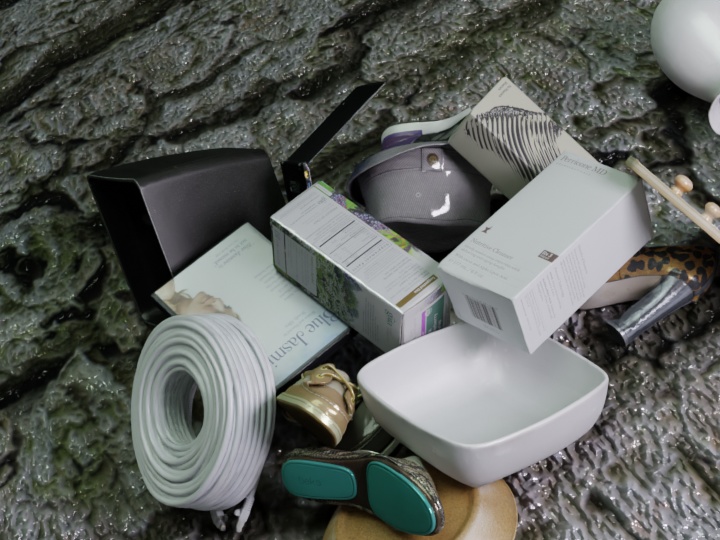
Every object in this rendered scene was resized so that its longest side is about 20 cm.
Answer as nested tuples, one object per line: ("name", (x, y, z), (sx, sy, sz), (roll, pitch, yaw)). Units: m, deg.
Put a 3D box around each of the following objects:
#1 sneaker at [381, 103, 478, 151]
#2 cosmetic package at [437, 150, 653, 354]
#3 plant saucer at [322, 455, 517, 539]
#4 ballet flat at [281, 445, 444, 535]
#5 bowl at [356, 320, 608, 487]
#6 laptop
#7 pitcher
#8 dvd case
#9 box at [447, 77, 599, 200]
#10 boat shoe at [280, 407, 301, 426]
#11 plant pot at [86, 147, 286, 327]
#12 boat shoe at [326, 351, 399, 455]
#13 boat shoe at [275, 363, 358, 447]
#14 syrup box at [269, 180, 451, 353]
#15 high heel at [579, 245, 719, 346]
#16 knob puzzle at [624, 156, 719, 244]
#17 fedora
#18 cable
("sneaker", (0.119, -0.145, 1.815), (0.198, 0.076, 0.088), (-12, 51, 23))
("cosmetic package", (0.189, -0.022, 1.453), (0.200, 0.082, 0.112), (-43, 43, -22))
("plant saucer", (0.048, 0.239, 1.360), (0.198, 0.036, 0.201), (-16, 35, 11))
("ballet flat", (0.015, 0.196, 1.359), (0.199, 0.069, 0.075), (8, 19, 40))
("bowl", (0.117, 0.132, 1.395), (0.199, 0.075, 0.199), (-20, 30, -30))
("laptop", (-0.024, -0.110, 1.700), (0.115, 0.202, 0.187), (-11, 7, -9))
("pitcher", (0.451, -0.259, 1.730), (0.170, 0.122, 0.201), (-9, 43, -15))
("dvd case", (-0.114, 0.044, 1.552), (0.142, 0.018, 0.200), (-38, 58, -20))
("box", (0.200, -0.113, 1.600), (0.082, 0.200, 0.068), (-48, -2, -34))
("boat shoe", (-0.083, 0.093, 1.609), (0.074, 0.063, 0.200), (-26, 33, 0))
("plant pot", (-0.190, -0.053, 1.732), (0.176, 0.202, 0.199), (-27, 16, -23))
("boat shoe", (0.025, 0.130, 1.496), (0.072, 0.061, 0.202), (13, 49, 41))
("boat shoe", (-0.038, 0.124, 1.410), (0.067, 0.074, 0.200), (-49, 6, -7))
("syrup box", (0.000, 0.000, 1.513), (0.199, 0.079, 0.081), (35, 56, 29))
("high heel", (0.276, -0.017, 1.530), (0.142, 0.072, 0.200), (-34, 49, -9))
("knob puzzle", (0.341, -0.063, 1.450), (0.031, 0.219, 0.220), (-50, 34, 11))
("fedora", (0.085, -0.078, 1.683), (0.198, 0.177, 0.091), (1, 68, -18))
("cable", (-0.165, 0.143, 1.467), (0.069, 0.202, 0.200), (4, 24, -42))
